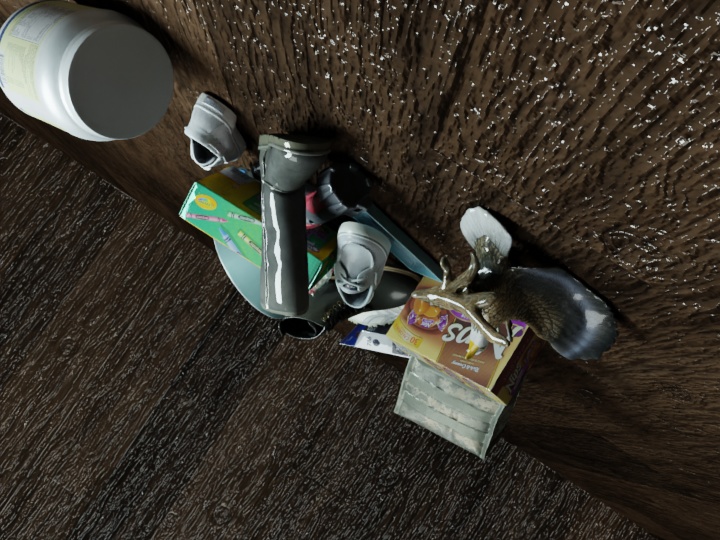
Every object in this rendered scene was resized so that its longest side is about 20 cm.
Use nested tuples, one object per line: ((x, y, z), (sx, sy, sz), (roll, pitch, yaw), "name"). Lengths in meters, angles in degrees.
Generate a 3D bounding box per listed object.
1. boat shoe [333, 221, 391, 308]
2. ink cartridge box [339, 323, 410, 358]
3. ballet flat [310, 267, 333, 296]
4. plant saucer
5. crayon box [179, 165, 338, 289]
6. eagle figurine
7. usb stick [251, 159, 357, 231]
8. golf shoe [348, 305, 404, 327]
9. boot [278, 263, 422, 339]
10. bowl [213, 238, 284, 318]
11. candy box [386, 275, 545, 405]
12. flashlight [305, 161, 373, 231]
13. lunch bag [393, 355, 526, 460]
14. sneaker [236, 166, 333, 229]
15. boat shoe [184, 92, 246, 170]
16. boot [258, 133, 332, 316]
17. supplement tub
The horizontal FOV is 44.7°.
((-0.001, 0.000, 1.183), (0.070, 0.072, 0.201), (15, 160, 7), "boat shoe")
((0.074, 0.105, 1.453), (0.200, 0.039, 0.099), (8, -155, 20), "ink cartridge box")
((-0.129, -0.028, 1.306), (0.200, 0.064, 0.076), (33, -165, 25), "ballet flat")
((0.038, -0.047, 1.152), (0.070, 0.019, 0.200), (24, 168, 48), "plant saucer")
((-0.128, -0.058, 1.185), (0.200, 0.058, 0.119), (33, -157, 4), "crayon box")
((0.152, 0.030, 0.903), (0.200, 0.151, 0.152), (2, -120, -42), "eagle figurine")
((-0.064, -0.093, 1.218), (0.200, 0.033, 0.055), (32, 171, 3), "usb stick")
((0.050, 0.044, 1.407), (0.200, 0.078, 0.097), (7, 144, 21), "golf shoe")
((-0.013, 0.057, 1.303), (0.200, 0.138, 0.078), (-7, 115, 20), "boot")
((-0.137, -0.034, 1.430), (0.201, 0.105, 0.201), (48, -159, -26), "bowl")
((0.142, 0.087, 1.186), (0.200, 0.117, 0.056), (25, 168, 46), "candy box")
((-0.050, -0.089, 1.049), (0.068, 0.068, 0.200), (1, 173, -20), "flashlight")
((0.158, 0.152, 1.302), (0.164, 0.200, 0.118), (26, -147, 19), "lunch bag")
((-0.108, -0.095, 1.309), (0.200, 0.073, 0.082), (35, -169, 26), "sneaker")
((-0.196, -0.168, 1.154), (0.072, 0.069, 0.200), (34, 172, -6), "boat shoe")
((-0.079, -0.049, 0.967), (0.072, 0.200, 0.182), (5, -175, -13), "boot")
((-0.315, -0.228, 0.998), (0.200, 0.145, 0.145), (25, 168, 45), "supplement tub")
